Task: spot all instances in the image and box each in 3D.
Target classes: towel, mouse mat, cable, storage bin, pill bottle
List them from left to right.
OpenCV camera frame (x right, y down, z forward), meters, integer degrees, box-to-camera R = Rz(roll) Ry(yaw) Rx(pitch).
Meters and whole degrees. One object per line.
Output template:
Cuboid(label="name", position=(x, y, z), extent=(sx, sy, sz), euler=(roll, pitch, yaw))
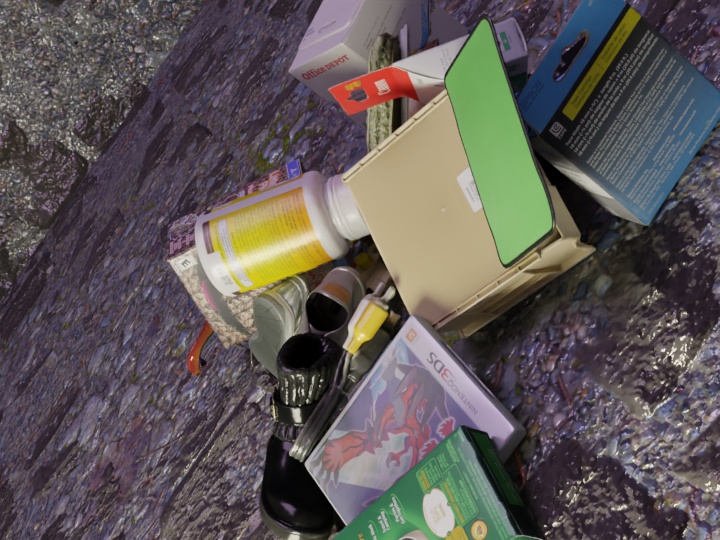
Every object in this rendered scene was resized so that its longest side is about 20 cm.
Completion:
Cuboid(label="pill bottle", position=(-0.087, -0.049, 1.429), extent=(0.199, 0.109, 0.109), euler=(-19, 36, 15))
Cuboid(label="cable", position=(-0.023, 0.104, 1.245), extent=(0.200, 0.050, 0.097), euler=(-53, 0, -14))
Cuboid(label="towel", position=(0.034, -0.187, 1.468), extent=(0.148, 0.036, 0.201), euler=(-38, -52, -75))
Cuboid(label="storage bin", position=(0.108, -0.063, 1.225), extent=(0.198, 0.094, 0.201), euler=(-37, 70, 34))
Cuboid(label="mouse mat", position=(0.122, -0.111, 1.085), extent=(0.161, 0.007, 0.201), euler=(128, 125, -74))

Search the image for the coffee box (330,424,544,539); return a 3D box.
Cuboid(label="coffee box", position=(0.058, 0.246, 1.080), extent=(0.200, 0.044, 0.123), euler=(-46, 48, 22))

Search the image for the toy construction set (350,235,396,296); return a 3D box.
Cuboid(label="toy construction set", position=(0.000, 0.000, 1.475), extent=(0.131, 0.092, 0.201), euler=(24, 88, 42))

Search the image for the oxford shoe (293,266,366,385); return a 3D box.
Cuboid(label="oxford shoe", position=(-0.048, 0.083, 1.418), extent=(0.058, 0.075, 0.201), euler=(-45, -19, -51))

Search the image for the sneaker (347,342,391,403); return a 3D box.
Cuboid(label="sneaker", position=(0.035, 0.111, 1.326), extent=(0.082, 0.074, 0.200), euler=(-16, 31, 10))

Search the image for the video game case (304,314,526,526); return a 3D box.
Cuboid(label="video game case", position=(0.046, 0.172, 1.167), extent=(0.200, 0.023, 0.182), euler=(-55, 46, 14))

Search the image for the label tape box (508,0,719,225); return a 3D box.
Cuboid(label="label tape box", position=(0.227, -0.156, 1.115), extent=(0.144, 0.200, 0.063), euler=(-56, 28, -1))

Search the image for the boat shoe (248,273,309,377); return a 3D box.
Cuboid(label="boat shoe", position=(-0.095, 0.076, 1.516), extent=(0.065, 0.074, 0.202), euler=(-42, -23, -25))

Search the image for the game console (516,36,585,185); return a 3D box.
Cuboid(label="game console", position=(0.184, -0.195, 1.345), extent=(0.172, 0.119, 0.200), euler=(-39, 30, 34))

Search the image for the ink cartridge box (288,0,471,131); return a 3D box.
Cuboid(label="ink cartridge box", position=(0.039, -0.284, 1.622), extent=(0.147, 0.200, 0.145), euler=(-11, 50, 57))

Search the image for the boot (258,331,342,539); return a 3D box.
Cuboid(label="boot", position=(-0.062, 0.177, 1.311), extent=(0.211, 0.079, 0.158), euler=(-109, 29, -61))

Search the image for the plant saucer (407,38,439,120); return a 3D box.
Cuboid(label="plant saucer", position=(0.078, -0.178, 1.463), extent=(0.036, 0.201, 0.201), euler=(-1, 43, 6))

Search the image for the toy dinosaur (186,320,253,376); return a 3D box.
Cuboid(label="toy dinosaur", position=(-0.194, 0.056, 1.709), extent=(0.181, 0.200, 0.105), euler=(-33, -6, -31))

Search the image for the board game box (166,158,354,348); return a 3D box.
Cuboid(label="board game box", position=(-0.127, -0.020, 1.575), extent=(0.199, 0.160, 0.097), euler=(-27, 30, 7))

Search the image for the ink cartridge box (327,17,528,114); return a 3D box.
Cuboid(label="ink cartridge box", position=(0.077, -0.192, 1.270), extent=(0.199, 0.050, 0.161), euler=(-21, -6, 6))

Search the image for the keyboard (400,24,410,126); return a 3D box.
Cuboid(label="keyboard", position=(0.057, -0.194, 1.466), extent=(0.056, 0.011, 0.201), euler=(-21, -69, -79))
